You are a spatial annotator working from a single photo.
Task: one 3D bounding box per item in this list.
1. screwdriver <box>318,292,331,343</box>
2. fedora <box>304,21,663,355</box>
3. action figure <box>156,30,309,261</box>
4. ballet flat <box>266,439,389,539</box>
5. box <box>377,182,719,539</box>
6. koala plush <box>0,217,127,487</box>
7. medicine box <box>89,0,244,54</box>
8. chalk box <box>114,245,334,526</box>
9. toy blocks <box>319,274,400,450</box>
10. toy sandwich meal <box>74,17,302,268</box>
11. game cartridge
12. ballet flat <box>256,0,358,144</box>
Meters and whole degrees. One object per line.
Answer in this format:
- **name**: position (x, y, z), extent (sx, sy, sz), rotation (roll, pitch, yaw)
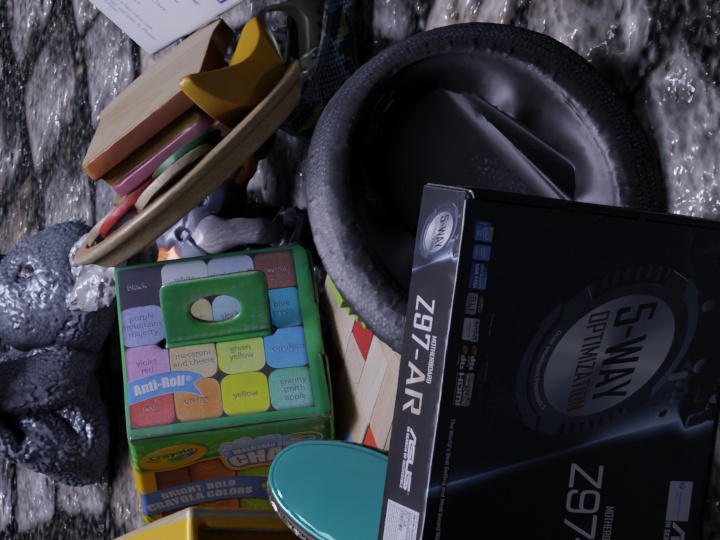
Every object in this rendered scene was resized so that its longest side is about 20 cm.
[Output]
- **screwdriver**: position (0.000, 0.000, 1.331), extent (0.200, 0.028, 0.029), rotation (-50, 15, 43)
- **fedora**: position (0.067, -0.028, 1.121), extent (0.092, 0.198, 0.203), rotation (69, -165, -71)
- **action figure**: position (-0.111, -0.061, 1.469), extent (0.199, 0.104, 0.195), rotation (-5, 72, 59)
- **ballet flat**: position (0.043, 0.141, 1.126), extent (0.198, 0.075, 0.068), rotation (9, 68, 33)
- **box**: position (0.094, 0.067, 1.007), extent (0.043, 0.159, 0.202), rotation (14, 96, 62)
- **koala plush**: position (-0.252, 0.051, 1.681), extent (0.201, 0.183, 0.177), rotation (-65, 16, -7)
- **medicine box**: position (-0.083, -0.259, 1.351), extent (0.199, 0.103, 0.183), rotation (-18, 37, 54)
- **chalk box**: position (-0.082, 0.071, 1.281), extent (0.201, 0.123, 0.125), rotation (88, 174, -57)
- **toy blocks**: position (0.022, 0.064, 1.228), extent (0.201, 0.099, 0.137), rotation (-113, 28, -42)
- **toy sandwich meal**: position (-0.116, -0.085, 1.296), extent (0.205, 0.070, 0.205), rotation (-40, 10, 9)
- **game cartridge**: position (-0.065, 0.175, 1.262), extent (0.200, 0.175, 0.033), rotation (-32, 58, 56)
- **ballet flat**: position (-0.035, -0.181, 1.381), extent (0.074, 0.074, 0.202), rotation (-29, 60, 56)
